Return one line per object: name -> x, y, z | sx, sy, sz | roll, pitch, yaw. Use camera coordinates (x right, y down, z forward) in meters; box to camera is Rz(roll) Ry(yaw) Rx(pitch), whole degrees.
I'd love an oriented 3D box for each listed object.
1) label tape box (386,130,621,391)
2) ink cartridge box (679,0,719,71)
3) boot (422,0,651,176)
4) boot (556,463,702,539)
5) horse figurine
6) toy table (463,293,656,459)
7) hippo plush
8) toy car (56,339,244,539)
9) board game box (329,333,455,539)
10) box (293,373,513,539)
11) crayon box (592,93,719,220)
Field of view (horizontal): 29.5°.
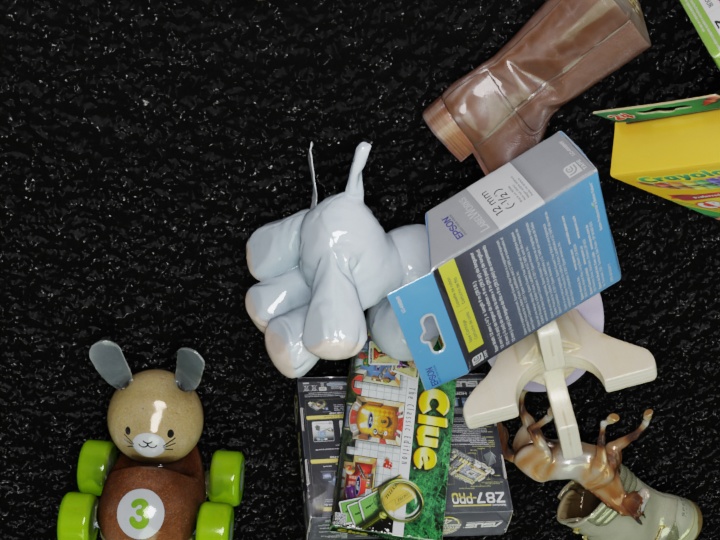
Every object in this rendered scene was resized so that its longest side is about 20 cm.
label tape box -> 0.112, -0.004, 1.146 | 0.198, 0.066, 0.144 | -29, 137, -4
ink cartridge box -> 0.347, -0.229, 1.039 | 0.199, 0.149, 0.076 | -32, 127, 17
boot -> 0.179, -0.141, 1.151 | 0.199, 0.065, 0.186 | -40, 128, 18
boot -> 0.268, 0.306, 1.542 | 0.154, 0.072, 0.200 | 30, 113, -31
horse figurine -> 0.216, 0.187, 1.429 | 0.197, 0.050, 0.134 | 11, 129, 2
toy table -> 0.177, 0.077, 1.299 | 0.182, 0.118, 0.201 | -24, 131, 12
hippo plush -> 0.000, 0.000, 1.215 | 0.159, 0.158, 0.203 | 9, 88, -39
toy car -> -0.197, 0.158, 1.300 | 0.162, 0.158, 0.203 | 4, 120, 1
board game box -> 0.034, 0.149, 1.278 | 0.103, 0.203, 0.024 | 10, 156, -7
box -> 0.039, 0.178, 1.333 | 0.197, 0.163, 0.049 | -1, 138, -10
crayon box -> 0.299, -0.091, 1.142 | 0.198, 0.052, 0.126 | 16, 168, -39
